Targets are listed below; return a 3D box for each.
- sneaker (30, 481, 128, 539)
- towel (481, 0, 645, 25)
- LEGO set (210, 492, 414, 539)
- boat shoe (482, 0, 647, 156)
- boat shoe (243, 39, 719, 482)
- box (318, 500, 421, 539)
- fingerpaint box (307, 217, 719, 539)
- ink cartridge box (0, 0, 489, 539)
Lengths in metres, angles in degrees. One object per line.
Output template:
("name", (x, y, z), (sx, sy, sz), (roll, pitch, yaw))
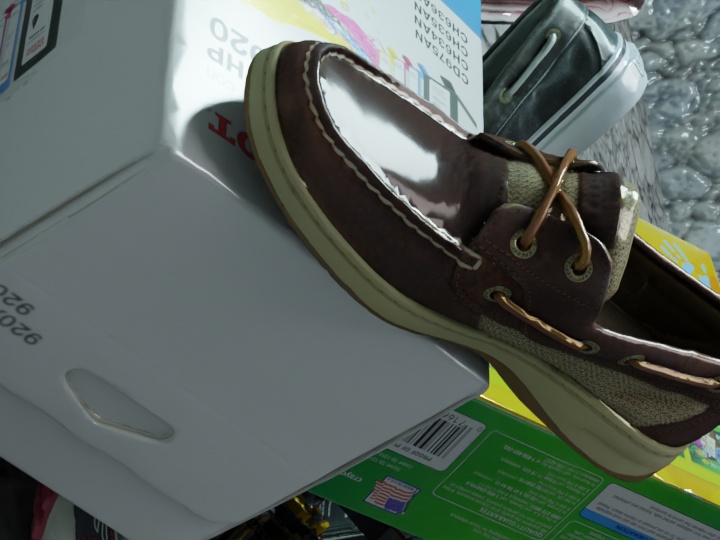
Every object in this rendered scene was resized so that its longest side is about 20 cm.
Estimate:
("sneaker", (-0.063, 0.131, 0.849), (0.081, 0.074, 0.201), (-82, 156, -53))
("towel", (0.018, -0.177, 1.131), (0.191, 0.200, 0.032), (-8, 130, -55))
("LEGO set", (0.024, 0.127, 0.946), (0.200, 0.116, 0.154), (49, 3, 18))
("boat shoe", (0.036, -0.050, 1.076), (0.071, 0.200, 0.072), (45, 6, -18))
("boat shoe", (0.051, -0.010, 0.693), (0.200, 0.072, 0.072), (40, 37, -30))
("box", (0.032, 0.114, 1.218), (0.200, 0.086, 0.164), (-85, 158, -49))
("fingerpaint box", (0.055, 0.032, 0.895), (0.200, 0.073, 0.167), (25, 34, -28))
("ink cartridge box", (-0.056, -0.041, 0.773), (0.147, 0.144, 0.201), (37, 38, -33))
